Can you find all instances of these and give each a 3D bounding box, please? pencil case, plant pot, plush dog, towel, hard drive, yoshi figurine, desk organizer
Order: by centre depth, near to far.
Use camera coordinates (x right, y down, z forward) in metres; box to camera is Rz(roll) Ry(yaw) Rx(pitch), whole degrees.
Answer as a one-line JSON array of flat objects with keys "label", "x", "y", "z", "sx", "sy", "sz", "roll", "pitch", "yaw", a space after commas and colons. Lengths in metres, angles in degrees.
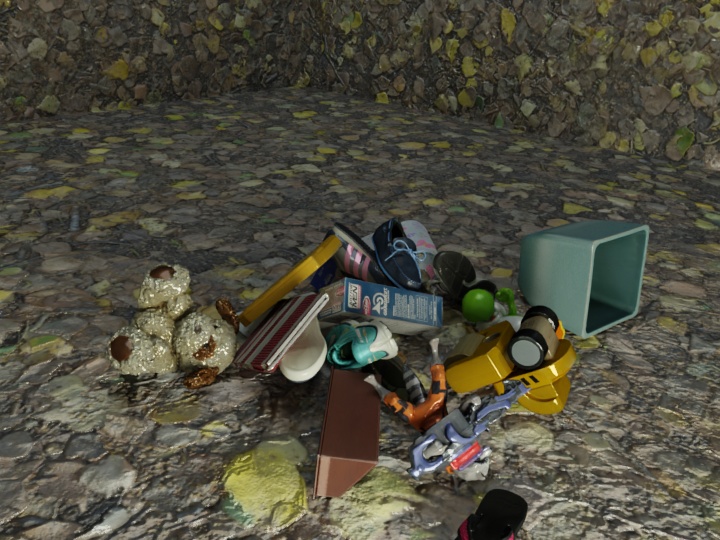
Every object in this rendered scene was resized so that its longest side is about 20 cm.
[{"label": "desk organizer", "x": -0.015, "y": 0.220, "z": 0.897, "sx": 0.077, "sy": 0.072, "sz": 0.200, "roll": 7, "pitch": 25, "yaw": 0}, {"label": "towel", "x": -0.128, "y": 0.096, "z": 1.013, "sx": 0.144, "sy": 0.023, "sz": 0.200, "roll": -52, "pitch": 17, "yaw": -21}, {"label": "plush dog", "x": -0.283, "y": 0.113, "z": 1.038, "sx": 0.171, "sy": 0.161, "sz": 0.200, "roll": 17, "pitch": 53, "yaw": 0}, {"label": "yoshi figurine", "x": 0.259, "y": 0.092, "z": 1.182, "sx": 0.112, "sy": 0.112, "sz": 0.200, "roll": -24, "pitch": 34, "yaw": -35}, {"label": "hard drive", "x": -0.135, "y": 0.096, "z": 1.199, "sx": 0.200, "sy": 0.026, "sz": 0.132, "roll": -15, "pitch": 31, "yaw": -37}, {"label": "plant pot", "x": 0.438, "y": -0.003, "z": 1.332, "sx": 0.196, "sy": 0.196, "sz": 0.200, "roll": -14, "pitch": 23, "yaw": -35}, {"label": "pencil case", "x": 0.125, "y": -0.045, "z": 1.480, "sx": 0.090, "sy": 0.083, "sz": 0.200, "roll": 2, "pitch": 25, "yaw": -9}]

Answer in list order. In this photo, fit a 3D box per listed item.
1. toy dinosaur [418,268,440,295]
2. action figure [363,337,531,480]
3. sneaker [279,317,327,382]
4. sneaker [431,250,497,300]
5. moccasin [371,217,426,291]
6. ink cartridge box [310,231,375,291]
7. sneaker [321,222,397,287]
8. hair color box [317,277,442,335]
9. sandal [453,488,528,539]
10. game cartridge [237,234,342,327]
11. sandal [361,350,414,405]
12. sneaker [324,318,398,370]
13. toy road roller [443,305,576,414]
[{"label": "toy dinosaur", "x": 0.065, "y": 0.029, "z": 1.286, "sx": 0.200, "sy": 0.103, "sz": 0.077, "roll": 17, "pitch": 27, "yaw": 21}, {"label": "action figure", "x": 0.127, "y": 0.193, "z": 0.893, "sx": 0.200, "sy": 0.105, "sz": 0.194, "roll": -25, "pitch": 70, "yaw": -12}, {"label": "sneaker", "x": -0.088, "y": 0.141, "z": 1.028, "sx": 0.075, "sy": 0.085, "sz": 0.200, "roll": -2, "pitch": 19, "yaw": -1}, {"label": "sneaker", "x": 0.179, "y": 0.017, "z": 1.306, "sx": 0.115, "sy": 0.076, "sz": 0.200, "roll": 14, "pitch": -16, "yaw": 47}, {"label": "moccasin", "x": 0.069, "y": -0.037, "z": 1.216, "sx": 0.080, "sy": 0.068, "sz": 0.200, "roll": 25, "pitch": 25, "yaw": -36}, {"label": "ink cartridge box", "x": -0.013, "y": -0.020, "z": 1.380, "sx": 0.044, "sy": 0.094, "sz": 0.200, "roll": 44, "pitch": 39, "yaw": 15}, {"label": "sneaker", "x": 0.000, "y": 0.000, "z": 1.239, "sx": 0.200, "sy": 0.082, "sz": 0.070, "roll": 46, "pitch": 15, "yaw": 23}, {"label": "hair color box", "x": 0.035, "y": 0.066, "z": 1.135, "sx": 0.200, "sy": 0.061, "sz": 0.100, "roll": 11, "pitch": -19, "yaw": -29}, {"label": "sandal", "x": 0.146, "y": 0.310, "z": 0.757, "sx": 0.075, "sy": 0.045, "sz": 0.200, "roll": 16, "pitch": 27, "yaw": 23}, {"label": "game cartridge", "x": -0.122, "y": 0.014, "z": 1.148, "sx": 0.032, "sy": 0.176, "sz": 0.200, "roll": 50, "pitch": 15, "yaw": -3}, {"label": "sandal", "x": 0.052, "y": 0.156, "z": 1.044, "sx": 0.054, "sy": 0.082, "sz": 0.200, "roll": 13, "pitch": 16, "yaw": -27}, {"label": "sneaker", "x": -0.021, "y": 0.121, "z": 1.024, "sx": 0.080, "sy": 0.078, "sz": 0.200, "roll": -24, "pitch": 0, "yaw": -28}, {"label": "toy road roller", "x": 0.249, "y": 0.162, "z": 1.046, "sx": 0.200, "sy": 0.146, "sz": 0.123, "roll": -25, "pitch": 7, "yaw": 34}]
